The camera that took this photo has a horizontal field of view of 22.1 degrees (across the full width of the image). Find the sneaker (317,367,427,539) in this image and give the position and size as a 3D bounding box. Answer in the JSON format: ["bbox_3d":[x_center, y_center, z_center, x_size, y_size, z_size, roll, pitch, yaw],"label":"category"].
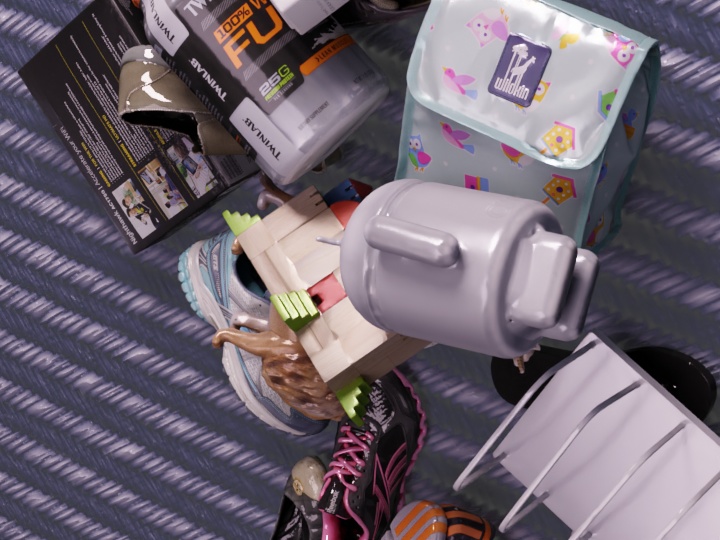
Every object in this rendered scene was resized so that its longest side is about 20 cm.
[{"bbox_3d":[0.000,0.173,1.596,0.079,0.095,0.201,18,118,30],"label":"sneaker"}]

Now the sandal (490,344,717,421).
[{"bbox_3d":[0.187,0.098,1.466,0.199,0.045,0.075,4,111,33],"label":"sandal"}]

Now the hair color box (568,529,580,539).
[{"bbox_3d":[0.212,0.265,1.513,0.101,0.061,0.200,28,122,22],"label":"hair color box"}]

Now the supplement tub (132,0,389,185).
[{"bbox_3d":[-0.083,-0.176,1.435,0.200,0.123,0.123,47,128,2],"label":"supplement tub"}]

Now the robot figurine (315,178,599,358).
[{"bbox_3d":[0.068,-0.003,1.322,0.200,0.170,0.113,12,79,31],"label":"robot figurine"}]

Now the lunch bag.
[{"bbox_3d":[0.122,-0.115,1.356,0.170,0.122,0.200,26,134,20],"label":"lunch bag"}]

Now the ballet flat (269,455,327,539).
[{"bbox_3d":[-0.066,0.254,1.691,0.066,0.057,0.200,51,136,43],"label":"ballet flat"}]

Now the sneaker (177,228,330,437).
[{"bbox_3d":[-0.081,0.052,1.609,0.086,0.078,0.200,-33,90,35],"label":"sneaker"}]

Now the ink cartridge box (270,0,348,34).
[{"bbox_3d":[-0.012,-0.291,1.338,0.200,0.084,0.146,-36,83,4],"label":"ink cartridge box"}]

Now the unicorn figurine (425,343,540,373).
[{"bbox_3d":[0.073,0.023,1.501,0.200,0.074,0.138,-23,93,58],"label":"unicorn figurine"}]

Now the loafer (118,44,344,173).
[{"bbox_3d":[-0.111,-0.118,1.521,0.199,0.070,0.075,20,157,1],"label":"loafer"}]

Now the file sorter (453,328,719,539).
[{"bbox_3d":[0.190,0.170,1.380,0.200,0.124,0.139,43,116,15],"label":"file sorter"}]

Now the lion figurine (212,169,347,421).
[{"bbox_3d":[-0.049,0.024,1.534,0.122,0.072,0.201,16,111,14],"label":"lion figurine"}]

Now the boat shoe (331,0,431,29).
[{"bbox_3d":[0.023,-0.227,1.421,0.200,0.065,0.072,-8,108,37],"label":"boat shoe"}]

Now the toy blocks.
[{"bbox_3d":[0.000,0.000,1.445,0.137,0.100,0.200,-34,63,2],"label":"toy blocks"}]

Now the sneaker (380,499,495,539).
[{"bbox_3d":[0.047,0.279,1.585,0.200,0.112,0.078,-46,43,31],"label":"sneaker"}]

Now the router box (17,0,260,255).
[{"bbox_3d":[-0.197,-0.133,1.619,0.149,0.051,0.200,-31,91,41],"label":"router box"}]
